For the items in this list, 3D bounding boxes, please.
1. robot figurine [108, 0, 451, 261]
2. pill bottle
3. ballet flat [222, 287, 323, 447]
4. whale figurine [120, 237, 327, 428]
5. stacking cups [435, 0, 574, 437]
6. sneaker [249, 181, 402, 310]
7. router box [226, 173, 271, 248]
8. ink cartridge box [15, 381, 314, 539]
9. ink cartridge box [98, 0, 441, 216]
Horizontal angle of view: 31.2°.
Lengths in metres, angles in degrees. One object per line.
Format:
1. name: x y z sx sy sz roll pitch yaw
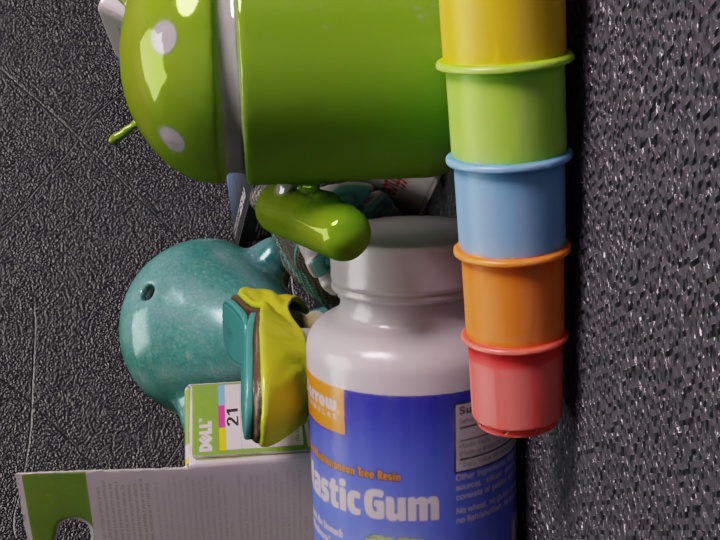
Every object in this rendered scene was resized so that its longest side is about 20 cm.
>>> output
1. robot figurine: -0.020 -0.099 0.598 0.116 0.198 0.177 -103 11 -69
2. pill bottle: 0.027 0.077 0.684 0.112 0.111 0.202 -113 19 -75
3. ballet flat: -0.043 0.048 0.759 0.200 0.066 0.067 -128 39 -75
4. whale figurine: -0.094 0.042 0.915 0.199 0.104 0.160 11 72 47
5. stacking cups: 0.062 -0.028 0.536 0.061 0.060 0.202 -113 18 -75
6. sneaker: 0.000 0.000 0.781 0.091 0.078 0.200 32 163 40
7. router box: -0.062 -0.120 0.955 0.200 0.062 0.151 113 150 -62
8. ink cartridge box: -0.106 0.150 0.823 0.076 0.198 0.149 -100 9 -54
9. ink cartridge box: -0.035 -0.113 0.733 0.085 0.199 0.146 -64 -1 -11
